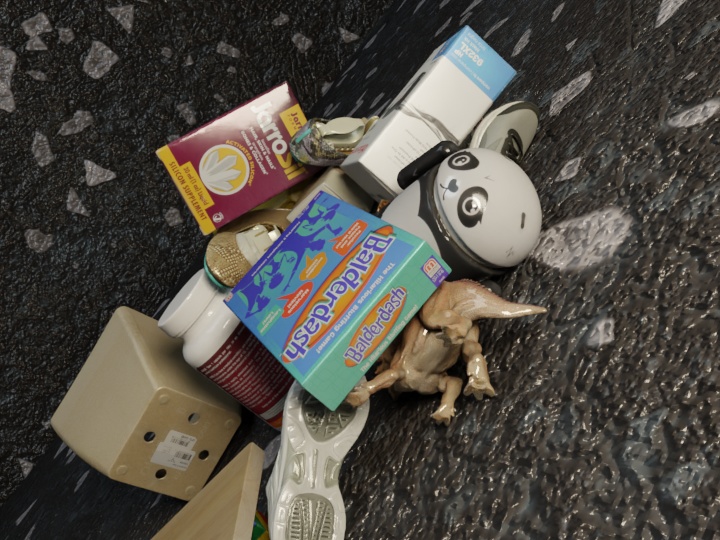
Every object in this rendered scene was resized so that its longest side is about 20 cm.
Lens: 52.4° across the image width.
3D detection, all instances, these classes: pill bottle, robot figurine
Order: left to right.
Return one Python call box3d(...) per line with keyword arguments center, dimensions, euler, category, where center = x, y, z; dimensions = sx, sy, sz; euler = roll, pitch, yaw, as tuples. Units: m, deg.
box3d(center=(-0.136, 0.093, 0.875), dimensions=(0.113, 0.200, 0.113), euler=(-44, 18, 18), category="pill bottle")
box3d(center=(0.081, -0.033, 0.716), dimensions=(0.200, 0.150, 0.125), euler=(-36, 7, 41), category="robot figurine")

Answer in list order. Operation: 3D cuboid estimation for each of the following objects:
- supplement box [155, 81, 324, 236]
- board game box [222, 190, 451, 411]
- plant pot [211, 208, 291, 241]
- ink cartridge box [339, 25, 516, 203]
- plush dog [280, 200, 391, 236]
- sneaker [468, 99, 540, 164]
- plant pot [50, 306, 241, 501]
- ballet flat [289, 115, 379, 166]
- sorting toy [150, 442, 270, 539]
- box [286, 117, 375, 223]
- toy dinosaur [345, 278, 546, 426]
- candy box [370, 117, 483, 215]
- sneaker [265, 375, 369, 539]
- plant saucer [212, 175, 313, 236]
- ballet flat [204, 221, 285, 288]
box3d(center=(-0.163, -0.153, 1.012), dimensions=(0.199, 0.131, 0.103), euler=(-31, 13, -8), category="supplement box")
box3d(center=(-0.031, 0.015, 0.662), dimensions=(0.152, 0.045, 0.200), euler=(-49, 34, -7), category="board game box")
box3d(center=(-0.114, 0.023, 1.047), dimensions=(0.201, 0.199, 0.135), euler=(-70, -7, -50), category="plant pot")
box3d(center=(0.075, -0.178, 0.885), dimensions=(0.200, 0.084, 0.145), euler=(-51, 11, -2), category="ink cartridge box")
box3d(center=(0.000, 0.000, 0.866), dimensions=(0.171, 0.161, 0.200), euler=(-34, -7, -12), category="plush dog")
box3d(center=(0.150, -0.110, 0.827), dimensions=(0.079, 0.074, 0.201), euler=(20, 66, 47), category="sneaker")
box3d(center=(-0.277, 0.200, 1.015), dimensions=(0.201, 0.199, 0.177), euler=(-59, 35, 0), category="plant pot")
box3d(center=(-0.001, -0.174, 0.978), dimensions=(0.199, 0.073, 0.072), euler=(-8, -16, -42), category="ballet flat")
box3d(center=(-0.151, 0.302, 0.696), dimensions=(0.200, 0.069, 0.199), euler=(-45, 17, 17), category="sorting toy")
box3d(center=(-0.021, -0.125, 1.048), dimensions=(0.095, 0.078, 0.200), euler=(-38, 17, 36), category="box")
box3d(center=(0.062, 0.055, 0.640), dimensions=(0.200, 0.086, 0.136), euler=(-43, 20, 29), category="toy dinosaur")
box3d(center=(0.093, -0.128, 1.000), dimensions=(0.200, 0.061, 0.137), euler=(-43, 17, 22), category="candy box")
box3d(center=(-0.051, 0.167, 0.666), dimensions=(0.099, 0.077, 0.201), euler=(141, 146, -61), category="sneaker")
box3d(center=(-0.103, -0.062, 1.174), dimensions=(0.200, 0.199, 0.049), euler=(-40, 40, 31), category="plant saucer")
box3d(center=(-0.131, -0.029, 0.886), dimensions=(0.065, 0.071, 0.200), euler=(-32, 8, 11), category="ballet flat")
